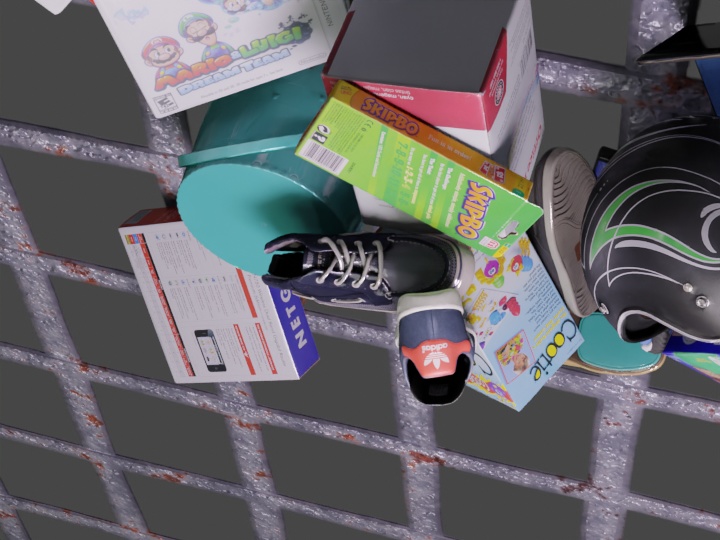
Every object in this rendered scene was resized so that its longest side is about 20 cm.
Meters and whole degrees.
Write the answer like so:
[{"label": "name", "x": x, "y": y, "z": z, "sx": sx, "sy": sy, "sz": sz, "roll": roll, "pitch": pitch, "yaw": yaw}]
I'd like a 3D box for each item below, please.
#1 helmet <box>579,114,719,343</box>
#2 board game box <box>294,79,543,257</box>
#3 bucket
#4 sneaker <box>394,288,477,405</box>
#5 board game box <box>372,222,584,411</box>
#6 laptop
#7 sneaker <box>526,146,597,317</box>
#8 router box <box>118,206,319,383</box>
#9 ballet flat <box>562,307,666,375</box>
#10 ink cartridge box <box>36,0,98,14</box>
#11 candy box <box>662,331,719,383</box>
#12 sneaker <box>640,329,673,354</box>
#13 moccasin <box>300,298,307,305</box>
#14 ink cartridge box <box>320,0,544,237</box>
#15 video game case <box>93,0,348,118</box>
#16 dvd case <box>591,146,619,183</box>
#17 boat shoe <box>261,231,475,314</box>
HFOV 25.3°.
[{"label": "helmet", "x": 0.279, "y": -0.030, "z": 1.345, "sx": 0.190, "sy": 0.201, "sz": 0.200, "roll": 13, "pitch": 150, "yaw": 40}, {"label": "board game box", "x": 0.050, "y": -0.081, "z": 1.334, "sx": 0.199, "sy": 0.030, "sz": 0.096, "roll": 29, "pitch": 147, "yaw": -7}, {"label": "bucket", "x": -0.075, "y": -0.095, "z": 1.551, "sx": 0.206, "sy": 0.135, "sz": 0.208, "roll": 13, "pitch": 145, "yaw": 9}, {"label": "sneaker", "x": 0.066, "y": 0.081, "z": 1.405, "sx": 0.074, "sy": 0.085, "sz": 0.200, "roll": -9, "pitch": 163, "yaw": 8}, {"label": "board game box", "x": 0.112, "y": 0.020, "z": 1.536, "sx": 0.103, "sy": 0.105, "sz": 0.200, "roll": 23, "pitch": 151, "yaw": 51}, {"label": "laptop", "x": 0.345, "y": -0.142, "z": 1.276, "sx": 0.186, "sy": 0.200, "sz": 0.117, "roll": -2, "pitch": 107, "yaw": 30}, {"label": "sneaker", "x": 0.169, "y": -0.045, "z": 1.537, "sx": 0.106, "sy": 0.075, "sz": 0.201, "roll": 25, "pitch": 146, "yaw": 36}, {"label": "router box", "x": -0.156, "y": 0.026, "z": 1.776, "sx": 0.179, "sy": 0.049, "sz": 0.201, "roll": -3, "pitch": 114, "yaw": 33}, {"label": "ballet flat", "x": 0.231, "y": 0.071, "z": 1.707, "sx": 0.199, "sy": 0.069, "sz": 0.063, "roll": 10, "pitch": 174, "yaw": 21}, {"label": "ink cartridge box", "x": -0.229, "y": -0.287, "z": 1.445, "sx": 0.173, "sy": 0.044, "sz": 0.200, "roll": 36, "pitch": 144, "yaw": -20}, {"label": "candy box", "x": 0.417, "y": 0.095, "z": 1.552, "sx": 0.199, "sy": 0.077, "sz": 0.169, "roll": 26, "pitch": 174, "yaw": -9}, {"label": "sneaker", "x": 0.269, "y": -0.002, "z": 1.531, "sx": 0.077, "sy": 0.076, "sz": 0.201, "roll": 12, "pitch": 137, "yaw": 25}, {"label": "moccasin", "x": -0.141, "y": 0.058, "z": 1.861, "sx": 0.201, "sy": 0.078, "sz": 0.074, "roll": -12, "pitch": 135, "yaw": 40}, {"label": "ink cartridge box", "x": 0.070, "y": -0.143, "z": 1.392, "sx": 0.144, "sy": 0.146, "sz": 0.201, "roll": 8, "pitch": 145, "yaw": 19}, {"label": "video game case", "x": -0.113, "y": -0.221, "z": 1.390, "sx": 0.199, "sy": 0.024, "sz": 0.182, "roll": -18, "pitch": 147, "yaw": 3}, {"label": "dvd case", "x": 0.307, "y": -0.042, "z": 1.525, "sx": 0.199, "sy": 0.018, "sz": 0.143, "roll": 18, "pitch": 146, "yaw": 6}, {"label": "boat shoe", "x": 0.000, "y": 0.000, "z": 1.422, "sx": 0.199, "sy": 0.075, "sz": 0.092, "roll": -7, "pitch": 166, "yaw": 43}]
